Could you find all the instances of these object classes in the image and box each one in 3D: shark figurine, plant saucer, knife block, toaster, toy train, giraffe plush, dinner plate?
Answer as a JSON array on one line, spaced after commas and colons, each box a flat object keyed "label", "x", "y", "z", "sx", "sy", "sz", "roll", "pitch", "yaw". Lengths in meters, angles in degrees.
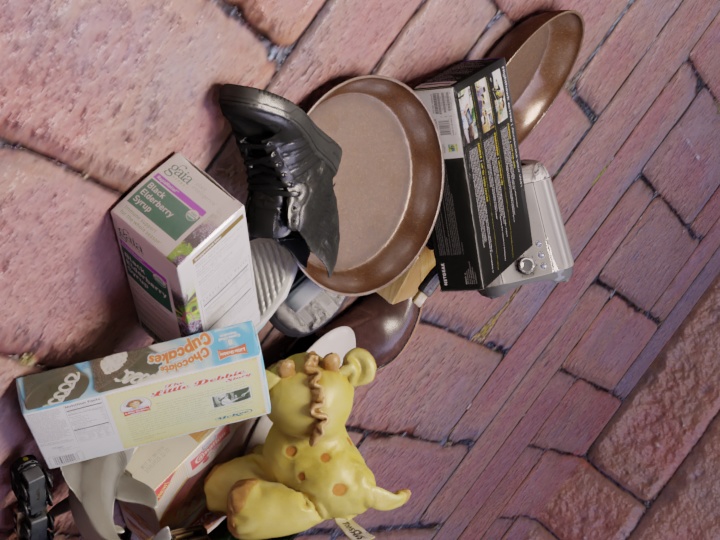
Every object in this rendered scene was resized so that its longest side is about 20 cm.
[{"label": "shark figurine", "x": -0.228, "y": 0.198, "z": 1.517, "sx": 0.128, "sy": 0.215, "sz": 0.090, "roll": -30, "pitch": 127, "yaw": -3}, {"label": "plant saucer", "x": 0.164, "y": -0.198, "z": 1.853, "sx": 0.200, "sy": 0.037, "sz": 0.201, "roll": -43, "pitch": 158, "yaw": -22}, {"label": "knife block", "x": 0.070, "y": -0.057, "z": 1.843, "sx": 0.200, "sy": 0.064, "sz": 0.176, "roll": -17, "pitch": 141, "yaw": -58}, {"label": "plant saucer", "x": -0.005, "y": -0.078, "z": 1.573, "sx": 0.200, "sy": 0.034, "sz": 0.201, "roll": -12, "pitch": 107, "yaw": -42}, {"label": "toaster", "x": 0.163, "y": -0.049, "z": 1.897, "sx": 0.113, "sy": 0.130, "sz": 0.200, "roll": -12, "pitch": -175, "yaw": 1}, {"label": "toy train", "x": -0.293, "y": 0.226, "z": 1.549, "sx": 0.034, "sy": 0.046, "sz": 0.200, "roll": -22, "pitch": 147, "yaw": -25}, {"label": "giraffe plush", "x": -0.055, "y": 0.149, "z": 1.611, "sx": 0.172, "sy": 0.200, "sz": 0.163, "roll": -19, "pitch": 108, "yaw": -36}, {"label": "dinner plate", "x": -0.056, "y": 0.148, "z": 1.778, "sx": 0.200, "sy": 0.024, "sz": 0.200, "roll": -50, "pitch": 162, "yaw": -24}]

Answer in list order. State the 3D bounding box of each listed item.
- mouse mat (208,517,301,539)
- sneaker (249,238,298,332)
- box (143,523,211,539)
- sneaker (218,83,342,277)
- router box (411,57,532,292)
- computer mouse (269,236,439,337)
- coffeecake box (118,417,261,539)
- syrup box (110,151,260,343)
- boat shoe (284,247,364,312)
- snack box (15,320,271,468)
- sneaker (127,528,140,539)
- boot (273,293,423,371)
[{"label": "mouse mat", "x": -0.095, "y": 0.246, "z": 1.693, "sx": 0.161, "sy": 0.008, "sz": 0.200, "roll": -20, "pitch": -174, "yaw": 29}, {"label": "sneaker", "x": -0.125, "y": 0.049, "z": 1.597, "sx": 0.200, "sy": 0.074, "sz": 0.082, "roll": -48, "pitch": 170, "yaw": 10}, {"label": "box", "x": -0.251, "y": 0.290, "z": 1.623, "sx": 0.200, "sy": 0.021, "sz": 0.163, "roll": -25, "pitch": 171, "yaw": 9}, {"label": "sneaker", "x": -0.066, "y": -0.073, "z": 1.440, "sx": 0.200, "sy": 0.060, "sz": 0.105, "roll": 34, "pitch": 72, "yaw": -59}, {"label": "router box", "x": 0.110, "y": -0.096, "z": 1.700, "sx": 0.149, "sy": 0.051, "sz": 0.201, "roll": -35, "pitch": 119, "yaw": -60}, {"label": "computer mouse", "x": 0.000, "y": 0.000, "z": 1.714, "sx": 0.200, "sy": 0.140, "sz": 0.046, "roll": -52, "pitch": -164, "yaw": -10}, {"label": "coffeecake box", "x": -0.166, "y": 0.185, "z": 1.717, "sx": 0.154, "sy": 0.073, "sz": 0.200, "roll": -44, "pitch": 158, "yaw": -21}, {"label": "syrup box", "x": -0.142, "y": -0.001, "z": 1.446, "sx": 0.081, "sy": 0.079, "sz": 0.200, "roll": -44, "pitch": 159, "yaw": -20}, {"label": "boat shoe", "x": -0.021, "y": -0.050, "z": 1.653, "sx": 0.200, "sy": 0.071, "sz": 0.072, "roll": -52, "pitch": -173, "yaw": -22}, {"label": "snack box", "x": -0.178, "y": 0.105, "z": 1.461, "sx": 0.199, "sy": 0.037, "sz": 0.116, "roll": -14, "pitch": 152, "yaw": -6}, {"label": "sneaker", "x": -0.160, "y": 0.275, "z": 1.865, "sx": 0.200, "sy": 0.086, "sz": 0.080, "roll": -31, "pitch": 153, "yaw": -46}, {"label": "boot", "x": -0.017, "y": 0.078, "z": 1.866, "sx": 0.200, "sy": 0.072, "sz": 0.166, "roll": -50, "pitch": 163, "yaw": 3}]
